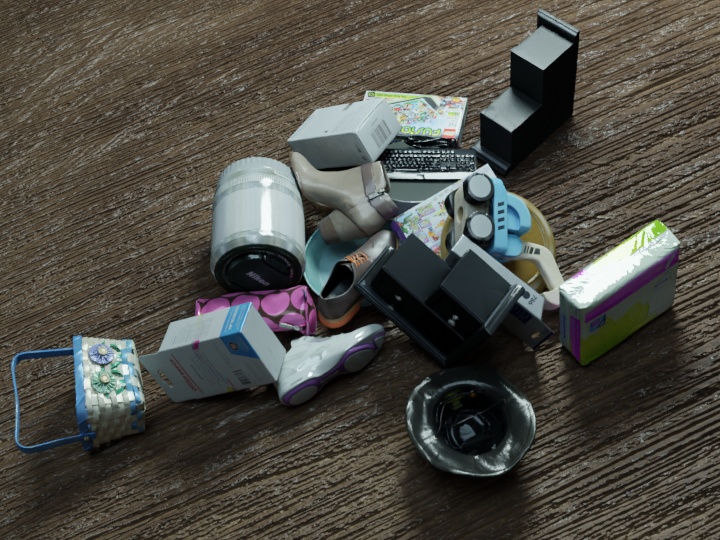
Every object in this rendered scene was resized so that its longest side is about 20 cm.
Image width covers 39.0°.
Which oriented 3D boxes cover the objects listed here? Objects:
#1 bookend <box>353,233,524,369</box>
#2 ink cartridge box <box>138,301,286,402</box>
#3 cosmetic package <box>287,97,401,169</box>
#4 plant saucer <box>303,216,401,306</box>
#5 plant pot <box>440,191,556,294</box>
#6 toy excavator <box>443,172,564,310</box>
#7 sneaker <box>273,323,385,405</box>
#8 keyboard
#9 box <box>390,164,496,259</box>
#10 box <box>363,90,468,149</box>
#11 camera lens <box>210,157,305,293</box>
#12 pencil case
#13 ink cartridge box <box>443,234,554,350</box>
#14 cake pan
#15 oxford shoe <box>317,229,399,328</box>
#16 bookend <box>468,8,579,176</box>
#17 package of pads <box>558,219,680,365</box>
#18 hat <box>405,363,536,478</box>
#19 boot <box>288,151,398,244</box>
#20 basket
[{"bbox_3d":[0.112,0.027,1.514,0.198,0.200,0.092,41,66,1],"label":"bookend"},{"bbox_3d":[-0.230,0.130,1.576,0.197,0.116,0.069,-14,37,25],"label":"ink cartridge box"},{"bbox_3d":[-0.031,-0.241,1.812,0.198,0.075,0.102,2,44,48],"label":"cosmetic package"},{"bbox_3d":[0.000,-0.014,1.717,0.195,0.036,0.203,-4,54,6],"label":"plant saucer"},{"bbox_3d":[0.228,-0.040,1.652,0.195,0.028,0.204,2,72,-8],"label":"plant pot"},{"bbox_3d":[0.240,-0.045,1.599,0.196,0.100,0.199,6,73,-16],"label":"toy excavator"},{"bbox_3d":[-0.055,0.126,1.598,0.197,0.075,0.100,-28,55,-11],"label":"sneaker"},{"bbox_3d":[0.105,-0.204,1.773,0.195,0.040,0.105,1,45,2],"label":"keyboard"},{"bbox_3d":[0.166,-0.069,1.688,0.198,0.039,0.138,-30,80,-17],"label":"box"},{"bbox_3d":[0.095,-0.278,1.896,0.196,0.035,0.112,6,55,14],"label":"box"},{"bbox_3d":[-0.171,-0.067,1.707,0.156,0.161,0.203,-7,53,4],"label":"camera lens"},{"bbox_3d":[-0.171,0.077,1.646,0.196,0.092,0.095,-9,43,7],"label":"pencil case"},{"bbox_3d":[0.213,0.035,1.561,0.199,0.100,0.039,40,68,4],"label":"ink cartridge box"},{"bbox_3d":[0.092,-0.162,1.787,0.196,0.037,0.202,-1,44,1],"label":"cake pan"},{"bbox_3d":[0.000,0.000,1.638,0.070,0.073,0.201,22,59,24],"label":"oxford shoe"},{"bbox_3d":[0.284,-0.309,1.783,0.092,0.200,0.200,37,67,28],"label":"bookend"},{"bbox_3d":[0.391,0.038,1.537,0.198,0.156,0.068,-31,52,-13],"label":"package of pads"},{"bbox_3d":[0.160,0.236,1.480,0.196,0.082,0.203,-5,45,5],"label":"hat"},{"bbox_3d":[-0.024,-0.144,1.726,0.144,0.070,0.203,-28,75,12],"label":"boot"},{"bbox_3d":[-0.438,0.188,1.578,0.196,0.140,0.178,-12,53,-12],"label":"basket"}]
